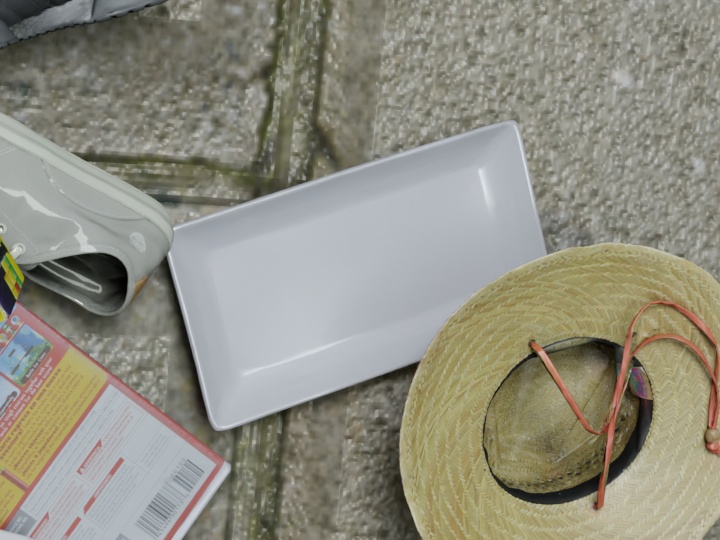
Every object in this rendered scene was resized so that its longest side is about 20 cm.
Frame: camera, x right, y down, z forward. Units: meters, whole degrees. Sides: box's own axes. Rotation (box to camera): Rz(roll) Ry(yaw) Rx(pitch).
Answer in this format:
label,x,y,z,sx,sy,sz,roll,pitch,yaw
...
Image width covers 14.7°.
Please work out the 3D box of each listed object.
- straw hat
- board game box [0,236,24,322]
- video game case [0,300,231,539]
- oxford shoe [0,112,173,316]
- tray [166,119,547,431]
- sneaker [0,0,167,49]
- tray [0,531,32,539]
label,x,y,z,sx,sy,sz,roll,pitch,yaw
straw hat,0.099,0.073,1.427,0.200,0.085,0.202,-4,101,-19
board game box,-0.269,-0.038,1.233,0.165,0.057,0.200,-25,108,9
video game case,-0.177,0.096,1.348,0.200,0.017,0.143,39,81,-23
oxford shoe,-0.176,-0.034,1.297,0.200,0.075,0.058,27,60,-27
tray,0.000,0.000,1.409,0.199,0.022,0.108,-18,104,-20
sneaker,-0.154,-0.162,1.303,0.199,0.060,0.105,-19,103,-24
tray,-0.256,0.155,1.300,0.199,0.022,0.108,17,101,-21
